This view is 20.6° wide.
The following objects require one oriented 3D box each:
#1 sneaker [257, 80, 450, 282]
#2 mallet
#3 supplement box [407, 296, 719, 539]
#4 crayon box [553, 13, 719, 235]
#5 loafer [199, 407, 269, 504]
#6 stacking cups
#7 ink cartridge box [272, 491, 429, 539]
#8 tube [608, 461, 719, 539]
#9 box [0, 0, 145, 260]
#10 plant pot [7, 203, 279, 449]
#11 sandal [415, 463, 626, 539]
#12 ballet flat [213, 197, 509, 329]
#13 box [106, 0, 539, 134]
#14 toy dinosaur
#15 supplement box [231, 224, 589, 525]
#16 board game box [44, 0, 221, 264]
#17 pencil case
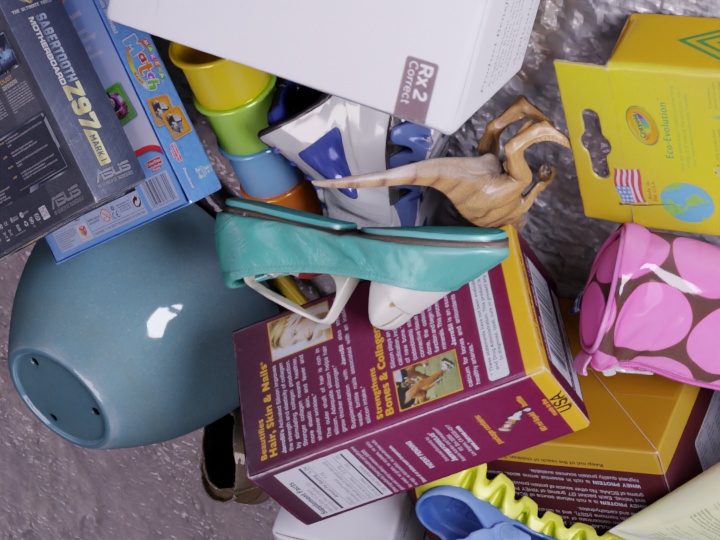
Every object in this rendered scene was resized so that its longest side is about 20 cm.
[{"bbox_3d":[-0.006,-0.069,1.257,0.115,0.081,0.200,21,134,10],"label":"sneaker"},{"bbox_3d":[-0.055,-0.002,1.394,0.066,0.041,0.200,-14,121,43],"label":"mallet"},{"bbox_3d":[0.151,0.135,1.332,0.197,0.133,0.200,2,133,30],"label":"supplement box"},{"bbox_3d":[0.218,-0.079,1.121,0.200,0.051,0.127,8,137,24],"label":"crayon box"},{"bbox_3d":[-0.091,0.135,1.499,0.067,0.076,0.200,3,163,-21],"label":"loafer"},{"bbox_3d":[-0.066,-0.078,1.302,0.060,0.061,0.200,6,139,27],"label":"stacking cups"},{"bbox_3d":[0.007,0.172,1.422,0.084,0.146,0.200,11,152,13],"label":"ink cartridge box"},{"bbox_3d":[0.242,0.123,1.170,0.200,0.052,0.058,-41,83,37],"label":"tube"},{"bbox_3d":[-0.242,-0.092,1.286,0.200,0.051,0.158,-24,94,46],"label":"box"},{"bbox_3d":[-0.173,0.049,1.416,0.200,0.135,0.200,25,140,23],"label":"plant pot"},{"bbox_3d":[0.114,0.196,1.247,0.200,0.087,0.080,24,139,5],"label":"sandal"},{"bbox_3d":[0.000,0.000,1.202,0.200,0.067,0.071,7,96,27],"label":"ballet flat"},{"bbox_3d":[-0.001,-0.203,1.004,0.200,0.131,0.199,20,115,12],"label":"box"},{"bbox_3d":[0.072,-0.054,1.176,0.060,0.106,0.200,45,-167,31],"label":"toy dinosaur"},{"bbox_3d":[0.028,0.068,1.236,0.200,0.110,0.086,-21,143,16],"label":"supplement box"},{"bbox_3d":[-0.188,-0.118,1.289,0.151,0.037,0.200,-20,97,44],"label":"board game box"},{"bbox_3d":[0.228,0.038,1.175,0.200,0.094,0.091,14,179,-5],"label":"pencil case"}]
